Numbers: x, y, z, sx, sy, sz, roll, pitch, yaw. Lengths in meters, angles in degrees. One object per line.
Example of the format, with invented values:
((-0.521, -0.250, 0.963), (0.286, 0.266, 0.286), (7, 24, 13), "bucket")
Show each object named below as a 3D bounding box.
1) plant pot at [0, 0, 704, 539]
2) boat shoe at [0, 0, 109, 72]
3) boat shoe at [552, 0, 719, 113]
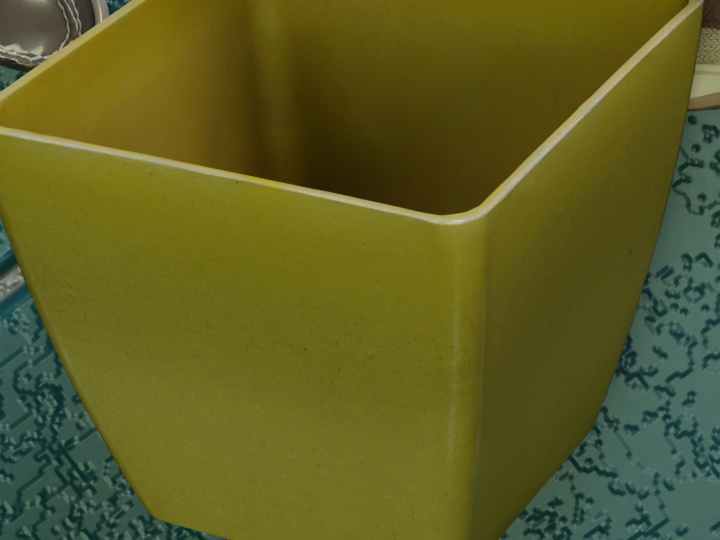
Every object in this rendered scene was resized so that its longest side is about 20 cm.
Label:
((0.000, 0.000, 1.033), (0.199, 0.200, 0.177), (12, 122, 27), "plant pot")
((-0.188, -0.146, 1.113), (0.200, 0.060, 0.072), (41, 103, -1), "boat shoe")
((0.168, -0.103, 1.065), (0.199, 0.072, 0.072), (-3, 102, 15), "boat shoe")
